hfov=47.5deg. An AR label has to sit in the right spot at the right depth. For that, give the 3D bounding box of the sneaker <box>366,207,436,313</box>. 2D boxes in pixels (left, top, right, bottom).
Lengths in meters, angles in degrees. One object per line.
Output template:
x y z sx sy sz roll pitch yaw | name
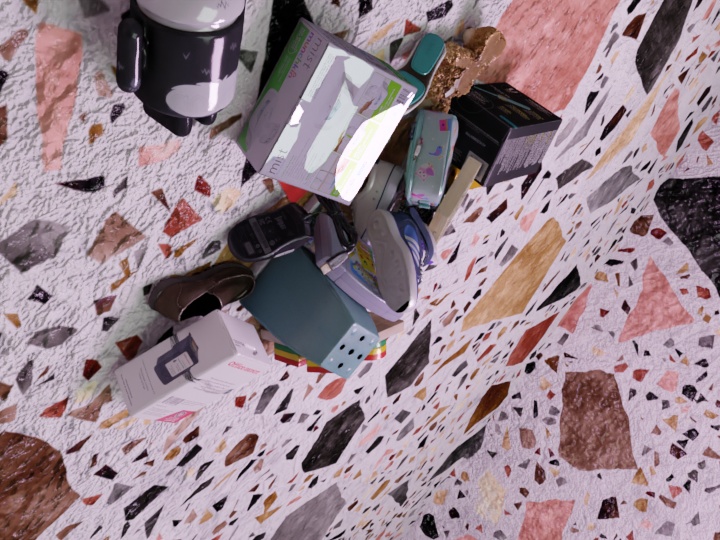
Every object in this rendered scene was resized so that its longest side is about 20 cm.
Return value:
0.095 -0.013 1.411 0.145 0.202 0.080 11 141 -41 | sneaker

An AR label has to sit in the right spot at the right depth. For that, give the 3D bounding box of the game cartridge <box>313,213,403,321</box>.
0.000 0.000 1.397 0.040 0.135 0.199 -34 128 26 | game cartridge

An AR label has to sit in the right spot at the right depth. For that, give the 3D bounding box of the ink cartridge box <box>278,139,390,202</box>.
-0.046 -0.197 1.293 0.200 0.050 0.161 -47 154 -10 | ink cartridge box

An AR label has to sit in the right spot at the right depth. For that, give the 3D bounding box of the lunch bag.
0.118 -0.185 1.421 0.200 0.076 0.163 19 84 -83 | lunch bag

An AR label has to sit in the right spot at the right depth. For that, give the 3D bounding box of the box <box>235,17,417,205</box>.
-0.048 -0.216 1.151 0.175 0.097 0.201 14 115 -41 | box

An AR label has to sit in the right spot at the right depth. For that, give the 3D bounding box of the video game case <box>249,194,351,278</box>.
-0.094 -0.035 1.465 0.183 0.022 0.200 -49 154 -1 | video game case

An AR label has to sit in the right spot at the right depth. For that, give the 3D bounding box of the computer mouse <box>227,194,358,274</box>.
-0.103 -0.042 1.298 0.198 0.141 0.046 -30 166 -18 | computer mouse

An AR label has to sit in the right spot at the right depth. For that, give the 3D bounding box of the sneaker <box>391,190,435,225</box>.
0.100 -0.102 1.549 0.081 0.074 0.201 99 17 -45 | sneaker

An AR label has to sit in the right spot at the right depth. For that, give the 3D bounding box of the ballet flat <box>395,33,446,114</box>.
0.078 -0.294 1.297 0.201 0.069 0.070 -57 162 -31 | ballet flat

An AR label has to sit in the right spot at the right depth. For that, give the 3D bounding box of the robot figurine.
-0.193 -0.252 0.898 0.123 0.152 0.202 8 133 -10 | robot figurine

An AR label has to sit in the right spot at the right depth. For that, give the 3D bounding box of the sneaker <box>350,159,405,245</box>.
0.013 -0.106 1.479 0.202 0.070 0.073 -65 171 13 | sneaker

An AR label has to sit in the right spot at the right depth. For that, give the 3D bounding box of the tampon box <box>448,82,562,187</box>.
0.259 -0.264 1.566 0.199 0.150 0.127 -18 140 -47 | tampon box

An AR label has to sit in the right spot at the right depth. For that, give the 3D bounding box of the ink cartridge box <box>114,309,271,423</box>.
-0.262 0.156 1.304 0.198 0.085 0.145 -30 160 8 | ink cartridge box

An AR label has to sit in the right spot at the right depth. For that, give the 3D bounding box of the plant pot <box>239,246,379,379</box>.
-0.072 0.076 1.369 0.142 0.200 0.141 -50 142 3 | plant pot

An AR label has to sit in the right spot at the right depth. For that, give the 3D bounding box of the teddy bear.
0.160 -0.345 1.413 0.144 0.067 0.201 -1 134 -51 | teddy bear

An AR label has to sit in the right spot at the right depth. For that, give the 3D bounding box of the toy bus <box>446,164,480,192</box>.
0.186 -0.199 1.622 0.199 0.078 0.066 -17 140 -48 | toy bus

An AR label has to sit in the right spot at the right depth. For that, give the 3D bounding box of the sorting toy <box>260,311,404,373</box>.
-0.051 0.135 1.549 0.199 0.197 0.071 -18 112 -46 | sorting toy

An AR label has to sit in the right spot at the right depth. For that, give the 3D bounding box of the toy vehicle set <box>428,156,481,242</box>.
0.161 -0.113 1.503 0.125 0.026 0.200 -58 174 -18 | toy vehicle set

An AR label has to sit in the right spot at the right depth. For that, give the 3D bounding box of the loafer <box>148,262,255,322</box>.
-0.237 0.045 1.286 0.199 0.071 0.074 -18 141 -47 | loafer
